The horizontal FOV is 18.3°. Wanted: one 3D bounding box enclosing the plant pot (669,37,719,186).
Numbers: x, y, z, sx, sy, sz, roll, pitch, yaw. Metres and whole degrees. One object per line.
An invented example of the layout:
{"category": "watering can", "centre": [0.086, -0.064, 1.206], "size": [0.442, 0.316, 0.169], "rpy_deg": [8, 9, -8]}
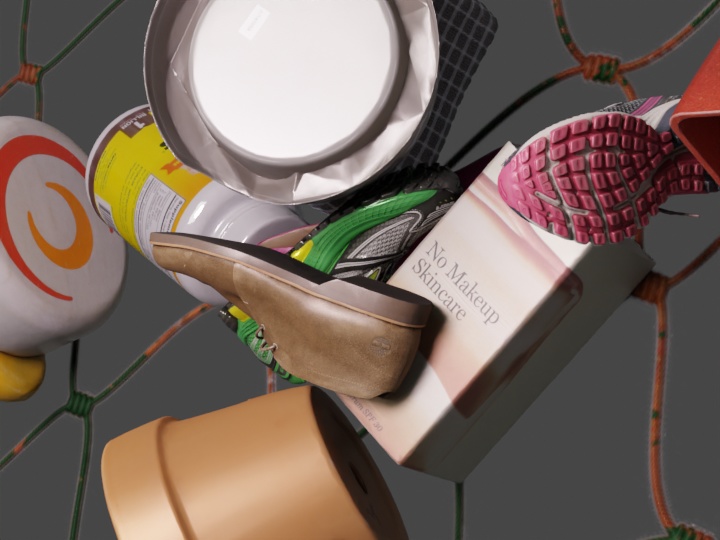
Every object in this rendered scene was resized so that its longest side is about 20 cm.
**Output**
{"category": "plant pot", "centre": [0.325, -0.103, 1.243], "size": [0.200, 0.200, 0.176], "rpy_deg": [-1, 56, 43]}

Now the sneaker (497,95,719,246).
{"category": "sneaker", "centre": [0.157, -0.063, 1.382], "size": [0.075, 0.200, 0.081], "rpy_deg": [5, 104, 47]}

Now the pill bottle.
{"category": "pill bottle", "centre": [-0.116, -0.043, 1.666], "size": [0.200, 0.109, 0.109], "rpy_deg": [36, 95, 46]}

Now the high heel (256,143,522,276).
{"category": "high heel", "centre": [0.020, -0.038, 1.539], "size": [0.200, 0.096, 0.067], "rpy_deg": [-44, 10, 19]}

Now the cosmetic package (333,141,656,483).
{"category": "cosmetic package", "centre": [0.080, 0.029, 1.451], "size": [0.200, 0.087, 0.103], "rpy_deg": [-50, 57, 11]}

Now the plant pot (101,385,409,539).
{"category": "plant pot", "centre": [-0.059, 0.166, 1.462], "size": [0.140, 0.200, 0.200], "rpy_deg": [-29, 50, 7]}

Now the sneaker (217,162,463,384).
{"category": "sneaker", "centre": [0.000, 0.000, 1.498], "size": [0.200, 0.078, 0.085], "rpy_deg": [-40, 92, 30]}

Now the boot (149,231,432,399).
{"category": "boot", "centre": [-0.056, 0.025, 1.435], "size": [0.200, 0.074, 0.076], "rpy_deg": [20, 100, 23]}

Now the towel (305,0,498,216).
{"category": "towel", "centre": [0.001, -0.139, 1.569], "size": [0.086, 0.166, 0.200], "rpy_deg": [28, 90, 43]}

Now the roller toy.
{"category": "roller toy", "centre": [-0.286, -0.016, 1.760], "size": [0.140, 0.200, 0.183], "rpy_deg": [-23, 25, 33]}

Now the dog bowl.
{"category": "dog bowl", "centre": [-0.039, -0.134, 1.461], "size": [0.200, 0.059, 0.200], "rpy_deg": [-3, 79, 14]}
